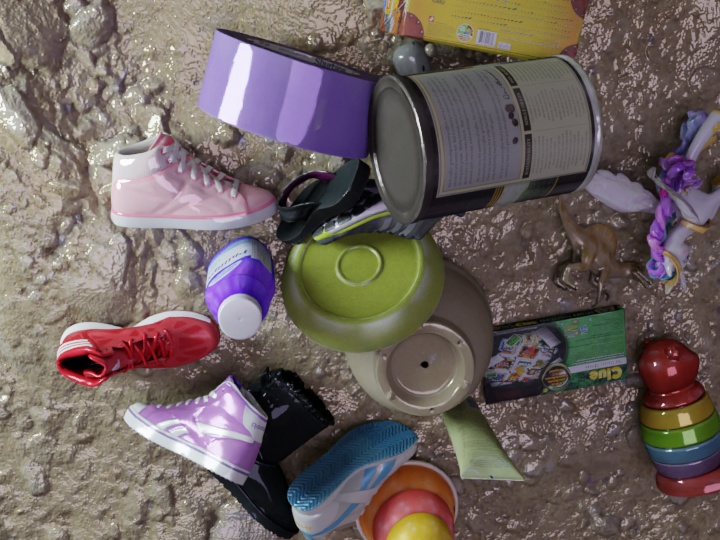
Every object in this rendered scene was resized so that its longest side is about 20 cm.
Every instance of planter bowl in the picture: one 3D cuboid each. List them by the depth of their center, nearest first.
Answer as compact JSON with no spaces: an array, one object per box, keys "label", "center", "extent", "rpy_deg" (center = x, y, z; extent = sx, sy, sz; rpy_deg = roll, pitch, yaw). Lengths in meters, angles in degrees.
[{"label":"planter bowl","center":[0.074,0.096,1.177],"extent":[0.197,0.135,0.203],"rpy_deg":[0,107,-1]}]

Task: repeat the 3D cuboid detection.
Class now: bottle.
[{"label":"bottle","center":[-0.139,0.021,1.102],"extent":[0.083,0.200,0.066],"rpy_deg":[-37,108,6]}]

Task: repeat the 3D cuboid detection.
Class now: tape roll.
[{"label":"tape roll","center":[-0.073,-0.194,1.045],"extent":[0.197,0.200,0.086],"rpy_deg":[15,106,-12]}]

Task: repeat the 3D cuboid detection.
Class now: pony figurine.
[{"label":"pony figurine","center":[0.392,-0.096,1.180],"extent":[0.193,0.166,0.201],"rpy_deg":[40,83,-24]}]

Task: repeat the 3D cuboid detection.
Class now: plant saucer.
[{"label":"plant saucer","center":[0.000,0.000,1.128],"extent":[0.197,0.202,0.031],"rpy_deg":[-18,148,-2]}]

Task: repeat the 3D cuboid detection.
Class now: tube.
[{"label":"tube","center":[0.142,0.216,1.199],"extent":[0.058,0.200,0.052],"rpy_deg":[-37,106,4]}]

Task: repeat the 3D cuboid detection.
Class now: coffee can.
[{"label":"coffee can","center":[0.124,-0.136,0.976],"extent":[0.197,0.146,0.149],"rpy_deg":[-11,109,-18]}]

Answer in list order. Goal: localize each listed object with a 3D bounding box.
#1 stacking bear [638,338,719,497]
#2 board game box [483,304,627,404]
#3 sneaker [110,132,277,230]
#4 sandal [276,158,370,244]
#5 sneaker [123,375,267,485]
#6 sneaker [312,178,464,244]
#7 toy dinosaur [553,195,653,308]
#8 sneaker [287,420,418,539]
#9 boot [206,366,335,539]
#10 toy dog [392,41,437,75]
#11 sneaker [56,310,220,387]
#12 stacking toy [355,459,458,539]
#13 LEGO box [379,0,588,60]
[{"label":"stacking bear","center":[0.429,0.189,1.284],"extent":[0.112,0.121,0.203],"rpy_deg":[-18,99,-9]},{"label":"board game box","center":[0.258,0.113,1.277],"extent":[0.197,0.023,0.106],"rpy_deg":[-9,106,-4]},{"label":"sneaker","center":[-0.197,-0.107,1.120],"extent":[0.197,0.076,0.106],"rpy_deg":[0,112,-3]},{"label":"sandal","center":[-0.055,-0.088,1.099],"extent":[0.048,0.200,0.076],"rpy_deg":[28,63,-20]},{"label":"sneaker","center":[-0.198,0.178,1.185],"extent":[0.198,0.073,0.116],"rpy_deg":[17,78,28]},{"label":"sneaker","center":[0.035,-0.064,1.102],"extent":[0.198,0.074,0.081],"rpy_deg":[-18,128,21]},{"label":"toy dinosaur","center":[0.290,-0.021,1.234],"extent":[0.199,0.058,0.102],"rpy_deg":[37,84,-24]},{"label":"sneaker","center":[-0.007,0.269,1.245],"extent":[0.199,0.076,0.082],"rpy_deg":[-30,130,-25]},{"label":"boot","center":[-0.102,0.234,1.240],"extent":[0.162,0.073,0.198],"rpy_deg":[-42,104,6]},{"label":"toy dog","center":[0.122,-0.183,1.125],"extent":[0.096,0.133,0.200],"rpy_deg":[-26,120,24]},{"label":"sneaker","center":[-0.269,0.106,1.153],"extent":[0.197,0.116,0.079],"rpy_deg":[-8,108,-5]},{"label":"stacking toy","center":[0.073,0.351,1.230],"extent":[0.144,0.200,0.148],"rpy_deg":[-2,108,-7]},{"label":"LEGO box","center":[0.133,-0.287,1.072],"extent":[0.197,0.149,0.078],"rpy_deg":[8,105,-11]}]
